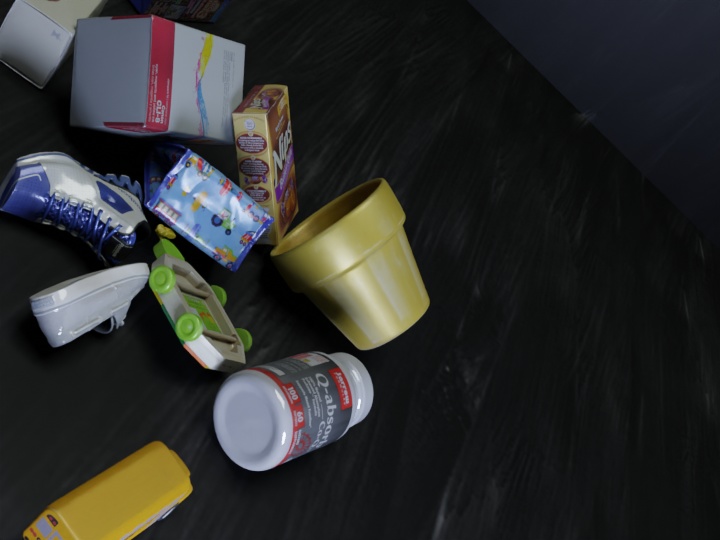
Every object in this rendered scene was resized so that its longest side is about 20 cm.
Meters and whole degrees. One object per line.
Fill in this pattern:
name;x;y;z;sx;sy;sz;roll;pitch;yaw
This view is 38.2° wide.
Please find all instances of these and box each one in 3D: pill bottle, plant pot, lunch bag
pill bottle;-0.075;0.162;1.259;0.117;0.116;0.199;54;30;16
plant pot;0.000;0.000;1.499;0.190;0.199;0.201;56;27;-13
lunch bag;-0.221;-0.101;1.410;0.150;0.094;0.200;39;1;-25

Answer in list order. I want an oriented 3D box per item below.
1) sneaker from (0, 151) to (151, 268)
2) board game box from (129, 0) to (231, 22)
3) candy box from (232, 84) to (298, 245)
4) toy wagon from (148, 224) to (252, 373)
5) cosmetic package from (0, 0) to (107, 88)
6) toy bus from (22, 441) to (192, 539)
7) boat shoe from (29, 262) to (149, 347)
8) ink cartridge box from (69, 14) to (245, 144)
sneaker;-0.324;-0.068;1.243;0.198;0.081;0.116;10;36;-48
board game box;-0.330;-0.524;1.795;0.160;0.097;0.199;53;30;12
candy box;-0.135;-0.152;1.502;0.055;0.203;0.117;2;29;12
toy wagon;-0.208;0.034;1.281;0.201;0.039;0.155;57;9;19
cosmetic package;-0.428;-0.355;1.456;0.087;0.104;0.201;33;30;-16
toy bus;-0.234;0.227;1.011;0.065;0.078;0.199;49;29;7
boat shoe;-0.297;0.038;1.181;0.200;0.071;0.070;-39;115;-74
ink cartridge box;-0.272;-0.254;1.419;0.199;0.143;0.148;1;93;-58
